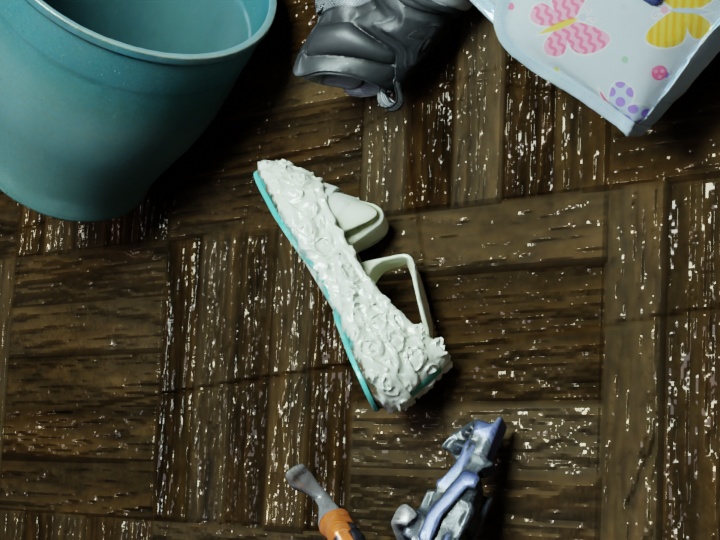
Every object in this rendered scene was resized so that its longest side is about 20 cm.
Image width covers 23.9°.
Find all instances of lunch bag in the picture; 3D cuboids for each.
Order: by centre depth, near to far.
[{"bbox_3d":[0.134,-0.196,0.906,0.170,0.127,0.200,-53,57,27],"label":"lunch bag"}]

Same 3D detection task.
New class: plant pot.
[{"bbox_3d":[-0.182,-0.143,1.182,0.201,0.199,0.189,60,139,33],"label":"plant pot"}]

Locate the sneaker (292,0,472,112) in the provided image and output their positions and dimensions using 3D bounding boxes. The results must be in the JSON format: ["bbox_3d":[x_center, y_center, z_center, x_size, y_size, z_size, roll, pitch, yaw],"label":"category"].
[{"bbox_3d":[-0.018,-0.180,1.089,0.200,0.075,0.114,41,109,39],"label":"sneaker"}]

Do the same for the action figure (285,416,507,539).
[{"bbox_3d":[0.028,0.181,0.993,0.193,0.105,0.201,20,70,39],"label":"action figure"}]

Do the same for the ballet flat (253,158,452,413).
[{"bbox_3d":[0.000,0.000,1.060,0.072,0.071,0.201,-47,55,29],"label":"ballet flat"}]
